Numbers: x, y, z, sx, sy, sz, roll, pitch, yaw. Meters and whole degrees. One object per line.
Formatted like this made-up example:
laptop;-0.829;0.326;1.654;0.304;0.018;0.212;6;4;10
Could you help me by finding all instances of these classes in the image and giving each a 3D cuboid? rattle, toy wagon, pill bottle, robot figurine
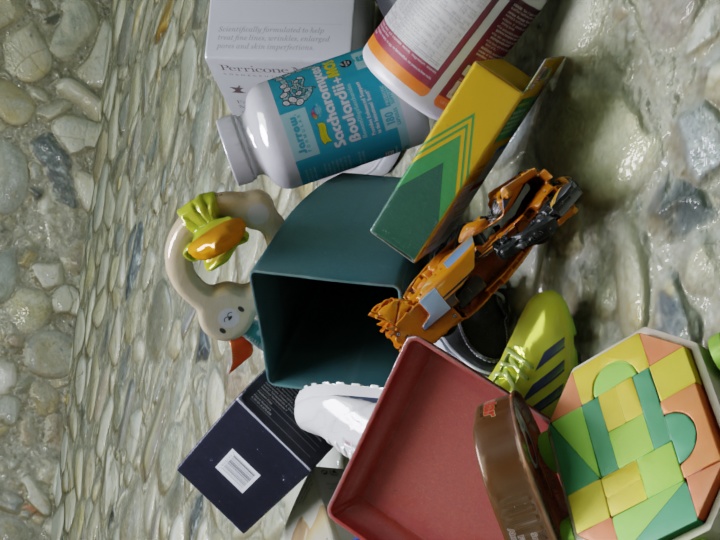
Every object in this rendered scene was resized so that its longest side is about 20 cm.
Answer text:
rattle;-0.111;0.032;1.252;0.143;0.130;0.201;33;128;55
toy wagon;0.194;0.135;0.856;0.155;0.040;0.201;-35;45;29
pill bottle;0.099;-0.241;1.177;0.200;0.109;0.110;-52;31;18
robot figurine;0.097;-0.012;1.072;0.200;0.058;0.145;-44;3;-4
pill bottle;-0.039;-0.149;1.307;0.111;0.199;0.111;160;90;-88

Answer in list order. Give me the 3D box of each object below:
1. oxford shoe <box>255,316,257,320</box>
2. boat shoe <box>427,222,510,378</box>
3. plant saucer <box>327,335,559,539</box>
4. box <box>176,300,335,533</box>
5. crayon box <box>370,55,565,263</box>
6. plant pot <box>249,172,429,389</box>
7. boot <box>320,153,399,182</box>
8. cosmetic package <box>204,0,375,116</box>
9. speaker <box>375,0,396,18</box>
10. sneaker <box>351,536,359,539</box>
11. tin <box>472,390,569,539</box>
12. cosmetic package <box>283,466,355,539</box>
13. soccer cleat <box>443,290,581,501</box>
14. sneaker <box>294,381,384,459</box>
oxford shoe;-0.043;0.020;1.421;0.071;0.200;0.071;31;133;23
boat shoe;0.097;0.028;1.168;0.200;0.072;0.071;-107;30;-52
plant saucer;0.092;0.170;1.033;0.037;0.199;0.200;-37;-25;-55
box;-0.071;0.151;1.372;0.182;0.104;0.200;-46;-2;-37
crayon box;0.093;-0.110;1.125;0.200;0.052;0.126;-57;-8;17
plant pot;0.000;0.000;1.267;0.200;0.141;0.142;-66;-23;-47
boot;-0.026;-0.142;1.508;0.200;0.095;0.074;149;127;-62
cosmetic package;-0.073;-0.273;1.497;0.200;0.164;0.166;67;-154;-74
speaker;0.064;-0.273;1.364;0.200;0.081;0.081;-111;37;-51
sneaker;0.045;0.207;1.205;0.075;0.088;0.201;-124;49;-62
tin;0.127;0.183;0.926;0.112;0.042;0.201;-68;-43;-77
cosmetic package;-0.016;0.306;1.333;0.200;0.071;0.105;-112;38;-52
soccer cleat;0.118;0.110;1.065;0.065;0.083;0.201;48;127;57
sneaker;0.010;0.147;1.179;0.200;0.076;0.081;-3;73;45
